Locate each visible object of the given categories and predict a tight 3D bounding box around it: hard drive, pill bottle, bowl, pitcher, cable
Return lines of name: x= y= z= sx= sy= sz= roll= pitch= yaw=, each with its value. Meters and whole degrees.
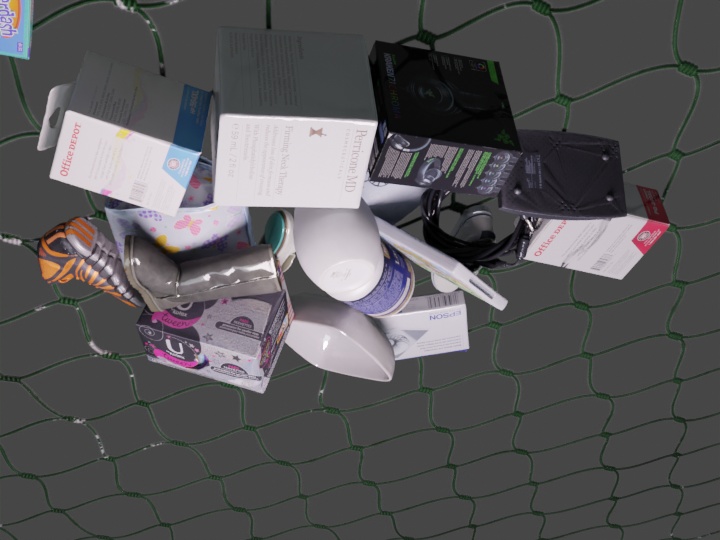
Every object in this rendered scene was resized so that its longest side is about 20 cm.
hard drive: x=0.292 y=-0.137 z=1.520 sx=0.197 sy=0.137 sz=0.042 roll=3 pitch=162 yaw=-13
pill bottle: x=0.000 y=0.000 z=1.615 sx=0.114 sy=0.117 sz=0.200 roll=-22 pitch=158 yaw=19
bowl: x=-0.041 y=0.109 z=1.776 sx=0.198 sy=0.075 sz=0.200 roll=7 pitch=151 yaw=39
pitcher: x=-0.048 y=-0.058 z=1.469 sx=0.119 sy=0.202 sz=0.172 roll=-2 pitch=145 yaw=-22
cable: x=0.184 y=-0.086 z=1.560 sx=0.197 sy=0.051 sz=0.165 roll=16 pitch=114 yaw=-19

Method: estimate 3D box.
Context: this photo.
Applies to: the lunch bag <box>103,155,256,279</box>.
lunch bag: x=-0.257 y=-0.075 z=1.517 sx=0.196 sy=0.129 sz=0.171 roll=1 pitch=141 yaw=6

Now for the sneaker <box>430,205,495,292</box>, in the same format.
sneaker: x=0.166 y=-0.018 z=1.695 sx=0.072 sy=0.072 sz=0.201 roll=4 pitch=141 yaw=-14

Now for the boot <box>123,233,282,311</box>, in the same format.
boot: x=-0.220 y=-0.005 z=1.456 sx=0.197 sy=0.074 sz=0.182 roll=-5 pitch=154 yaw=7

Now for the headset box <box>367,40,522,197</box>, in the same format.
headset box: x=0.107 y=-0.200 z=1.369 sx=0.197 sy=0.176 sz=0.093 roll=7 pitch=141 yaw=-17

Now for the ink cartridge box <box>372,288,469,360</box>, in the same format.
ink cartridge box: x=0.101 y=0.120 z=1.888 sx=0.196 sy=0.041 sz=0.201 roll=-9 pitch=142 yaw=3

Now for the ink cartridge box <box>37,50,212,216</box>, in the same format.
ink cartridge box: x=-0.313 y=-0.183 z=1.351 sx=0.197 sy=0.127 sz=0.129 roll=18 pitch=136 yaw=-16

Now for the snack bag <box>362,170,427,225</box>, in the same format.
snack bag: x=0.044 y=-0.152 z=1.547 sx=0.187 sy=0.022 sz=0.199 roll=25 pitch=132 yaw=-34

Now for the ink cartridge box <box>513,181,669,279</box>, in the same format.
ink cartridge box: x=0.366 y=-0.075 z=1.644 sx=0.197 sy=0.084 sz=0.146 roll=11 pitch=139 yaw=-21

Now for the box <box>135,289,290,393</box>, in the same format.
box: x=-0.224 y=0.085 z=1.581 sx=0.197 sy=0.133 sz=0.115 roll=14 pitch=147 yaw=11

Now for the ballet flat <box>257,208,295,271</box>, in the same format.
ballet flat: x=-0.129 y=-0.037 z=1.638 sx=0.068 sy=0.070 sz=0.200 roll=9 pitch=147 yaw=-20

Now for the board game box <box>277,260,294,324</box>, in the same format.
board game box: x=-0.215 y=0.028 z=1.660 sx=0.197 sy=0.047 sz=0.152 roll=10 pitch=145 yaw=16

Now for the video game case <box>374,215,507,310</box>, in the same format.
video game case: x=0.115 y=-0.013 z=1.594 sx=0.022 sy=0.199 sz=0.182 roll=-58 pitch=143 yaw=-1

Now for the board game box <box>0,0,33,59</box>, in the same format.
board game box: x=-0.487 y=-0.334 z=1.210 sx=0.197 sy=0.045 sz=0.153 roll=7 pitch=140 yaw=-16

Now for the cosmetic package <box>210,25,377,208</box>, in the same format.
cosmetic package: x=-0.093 y=-0.198 z=1.347 sx=0.197 sy=0.168 sz=0.168 roll=1 pitch=142 yaw=-11

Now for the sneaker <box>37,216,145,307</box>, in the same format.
sneaker: x=-0.429 y=-0.002 z=1.633 sx=0.111 sy=0.078 sz=0.200 roll=-21 pitch=130 yaw=24
